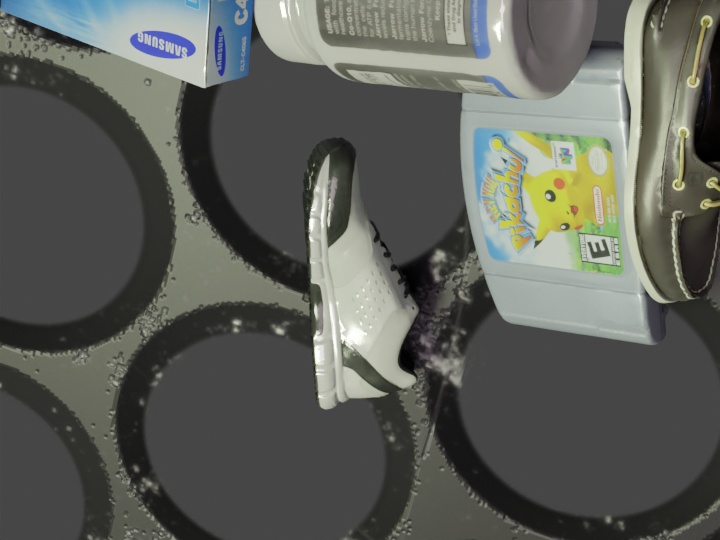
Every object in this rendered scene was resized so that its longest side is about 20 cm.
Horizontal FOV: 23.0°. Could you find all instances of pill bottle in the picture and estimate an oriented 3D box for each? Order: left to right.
[{"bbox_3d":[0.036,-0.170,1.100,0.199,0.114,0.114,11,116,35],"label":"pill bottle"}]

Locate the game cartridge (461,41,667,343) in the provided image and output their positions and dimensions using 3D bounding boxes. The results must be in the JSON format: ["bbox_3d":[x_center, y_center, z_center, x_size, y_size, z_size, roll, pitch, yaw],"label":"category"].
[{"bbox_3d":[0.131,-0.052,1.163,0.133,0.040,0.201,9,118,40],"label":"game cartridge"}]

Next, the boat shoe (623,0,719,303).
[{"bbox_3d":[0.202,-0.072,1.080,0.060,0.072,0.202,10,115,40],"label":"boat shoe"}]

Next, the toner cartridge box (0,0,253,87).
[{"bbox_3d":[-0.156,-0.194,1.160,0.199,0.043,0.096,23,120,34],"label":"toner cartridge box"}]

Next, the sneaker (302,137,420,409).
[{"bbox_3d":[0.000,0.000,1.241,0.079,0.074,0.201,-4,116,0],"label":"sneaker"}]
